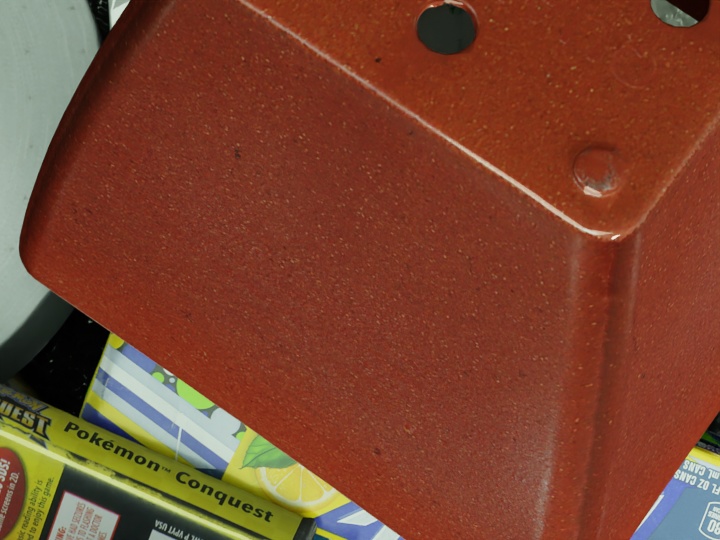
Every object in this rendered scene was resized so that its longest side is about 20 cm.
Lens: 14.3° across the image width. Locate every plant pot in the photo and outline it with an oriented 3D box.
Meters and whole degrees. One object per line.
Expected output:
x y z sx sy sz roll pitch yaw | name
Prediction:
0.039 -0.056 0.785 0.200 0.176 0.200 34 68 10 | plant pot

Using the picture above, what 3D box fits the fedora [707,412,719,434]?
0.189 0.069 0.923 0.091 0.200 0.201 2 95 -28 | fedora

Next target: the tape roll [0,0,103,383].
-0.179 -0.045 0.933 0.200 0.066 0.201 0 81 -1 | tape roll

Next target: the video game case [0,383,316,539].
-0.128 0.122 0.895 0.180 0.026 0.200 23 121 3 | video game case

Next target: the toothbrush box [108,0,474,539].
0.000 0.000 0.953 0.146 0.085 0.201 -5 94 6 | toothbrush box

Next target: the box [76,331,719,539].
0.019 0.053 0.879 0.199 0.064 0.070 21 96 5 | box
